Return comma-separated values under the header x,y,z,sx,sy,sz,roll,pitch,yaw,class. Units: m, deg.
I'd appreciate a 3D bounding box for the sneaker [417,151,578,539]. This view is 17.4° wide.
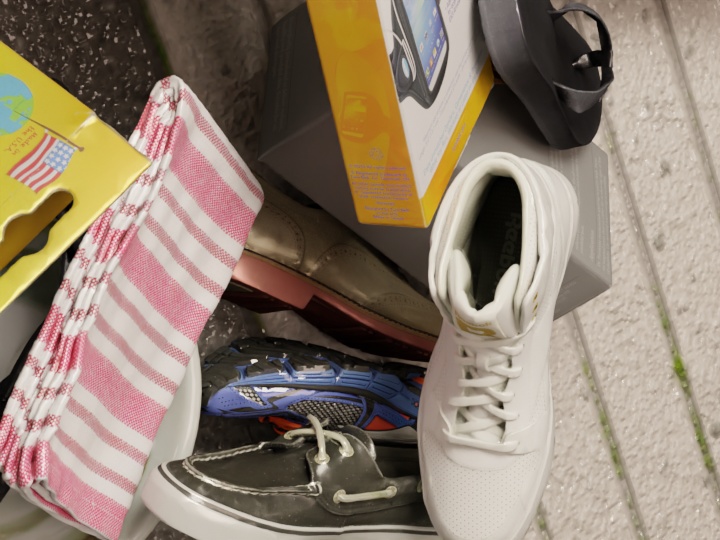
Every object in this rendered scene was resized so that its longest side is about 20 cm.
x,y,z,sx,sy,sz,roll,pitch,yaw,class
0.056,0.041,1.135,0.116,0.073,0.201,15,81,-74,sneaker

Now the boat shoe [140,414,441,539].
x,y,z,sx,sy,sz,roll,pitch,yaw,class
-0.022,0.104,1.191,0.199,0.071,0.064,8,112,-42,boat shoe

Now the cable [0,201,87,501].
x,y,z,sx,sy,sz,roll,pitch,yaw,class
-0.193,0.013,1.074,0.163,0.051,0.201,37,81,-29,cable

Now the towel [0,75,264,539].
x,y,z,sx,sy,sz,roll,pitch,yaw,class
-0.102,0.023,1.106,0.201,0.030,0.146,-67,162,-11,towel

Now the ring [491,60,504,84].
x,y,z,sx,sy,sz,roll,pitch,yaw,class
0.051,-0.196,1.236,0.201,0.019,0.201,52,29,-44,ring

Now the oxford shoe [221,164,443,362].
x,y,z,sx,sy,sz,roll,pitch,yaw,class
0.000,0.000,1.261,0.199,0.070,0.075,23,75,-35,oxford shoe

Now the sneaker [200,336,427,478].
x,y,z,sx,sy,sz,roll,pitch,yaw,class
-0.004,0.086,1.264,0.199,0.075,0.079,13,90,-33,sneaker

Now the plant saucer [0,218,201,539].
x,y,z,sx,sy,sz,roll,pitch,yaw,class
-0.174,0.062,1.154,0.199,0.050,0.202,-3,96,-35,plant saucer

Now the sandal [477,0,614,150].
x,y,z,sx,sy,sz,roll,pitch,yaw,class
0.105,-0.109,1.209,0.200,0.043,0.077,17,61,-74,sandal

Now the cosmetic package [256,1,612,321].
x,y,z,sx,sy,sz,roll,pitch,yaw,class
0.043,-0.061,1.252,0.200,0.090,0.107,36,40,-28,cosmetic package

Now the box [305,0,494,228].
x,y,z,sx,sy,sz,roll,pitch,yaw,class
0.015,-0.134,1.082,0.119,0.041,0.201,-63,148,-45,box

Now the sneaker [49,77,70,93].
x,y,z,sx,sy,sz,roll,pitch,yaw,class
-0.225,-0.079,1.096,0.199,0.076,0.091,-12,95,-36,sneaker

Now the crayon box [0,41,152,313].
x,y,z,sx,sy,sz,roll,pitch,yaw,class
-0.202,-0.051,1.001,0.200,0.051,0.127,37,66,16,crayon box
